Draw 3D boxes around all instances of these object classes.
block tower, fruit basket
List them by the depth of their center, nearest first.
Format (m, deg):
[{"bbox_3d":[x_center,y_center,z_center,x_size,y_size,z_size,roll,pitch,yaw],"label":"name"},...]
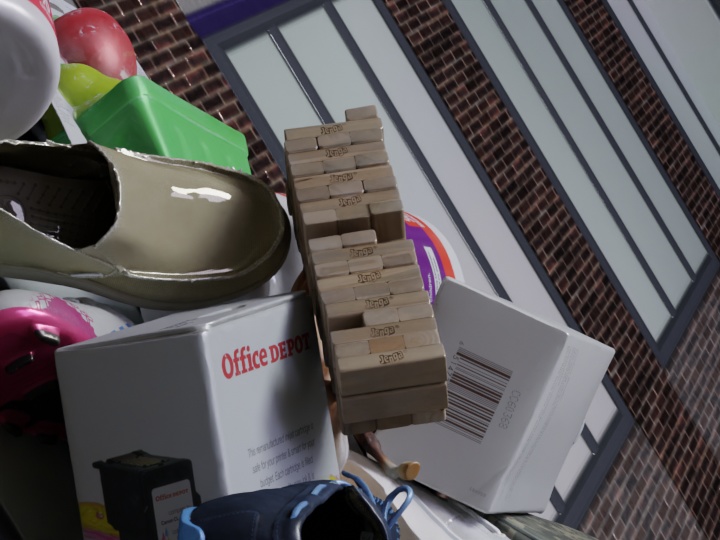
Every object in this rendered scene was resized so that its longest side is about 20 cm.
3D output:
[{"bbox_3d":[0.000,0.000,1.411,0.200,0.058,0.054,-102,-174,-49],"label":"block tower"},{"bbox_3d":[-0.150,-0.090,1.619,0.200,0.094,0.185,51,12,28],"label":"fruit basket"}]

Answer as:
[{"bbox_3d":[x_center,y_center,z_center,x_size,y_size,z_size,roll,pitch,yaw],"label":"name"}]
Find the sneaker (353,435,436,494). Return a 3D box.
[{"bbox_3d":[-0.005,0.070,1.741,0.201,0.075,0.115,60,15,2],"label":"sneaker"}]

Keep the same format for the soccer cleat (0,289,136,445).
[{"bbox_3d":[-0.151,0.044,1.407,0.200,0.070,0.087,44,18,-56],"label":"soccer cleat"}]

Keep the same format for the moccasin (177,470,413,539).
[{"bbox_3d":[-0.015,0.135,1.280,0.200,0.068,0.081,-4,87,-69],"label":"moccasin"}]

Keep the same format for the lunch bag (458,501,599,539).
[{"bbox_3d":[0.099,0.237,1.623,0.139,0.168,0.200,25,1,26],"label":"lunch bag"}]

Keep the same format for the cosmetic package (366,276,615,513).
[{"bbox_3d":[0.078,0.074,1.586,0.081,0.113,0.200,25,-1,12],"label":"cosmetic package"}]

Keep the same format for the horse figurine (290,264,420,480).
[{"bbox_3d":[-0.017,0.105,1.462,0.050,0.201,0.132,-10,30,-29],"label":"horse figurine"}]

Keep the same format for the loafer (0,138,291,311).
[{"bbox_3d":[-0.124,-0.026,1.422,0.199,0.068,0.076,2,71,-22],"label":"loafer"}]

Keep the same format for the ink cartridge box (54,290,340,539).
[{"bbox_3d":[-0.069,0.120,1.358,0.146,0.082,0.201,-16,98,-69],"label":"ink cartridge box"}]

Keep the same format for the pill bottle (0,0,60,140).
[{"bbox_3d":[-0.225,-0.166,1.439,0.120,0.119,0.201,40,26,-46],"label":"pill bottle"}]

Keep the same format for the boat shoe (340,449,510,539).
[{"bbox_3d":[0.047,0.156,1.506,0.200,0.072,0.068,28,21,32],"label":"boat shoe"}]

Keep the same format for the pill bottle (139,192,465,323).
[{"bbox_3d":[-0.034,0.014,1.575,0.200,0.112,0.113,6,54,-56],"label":"pill bottle"}]

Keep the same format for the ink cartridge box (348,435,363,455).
[{"bbox_3d":[-0.043,0.143,1.580,0.161,0.050,0.200,61,24,4],"label":"ink cartridge box"}]
